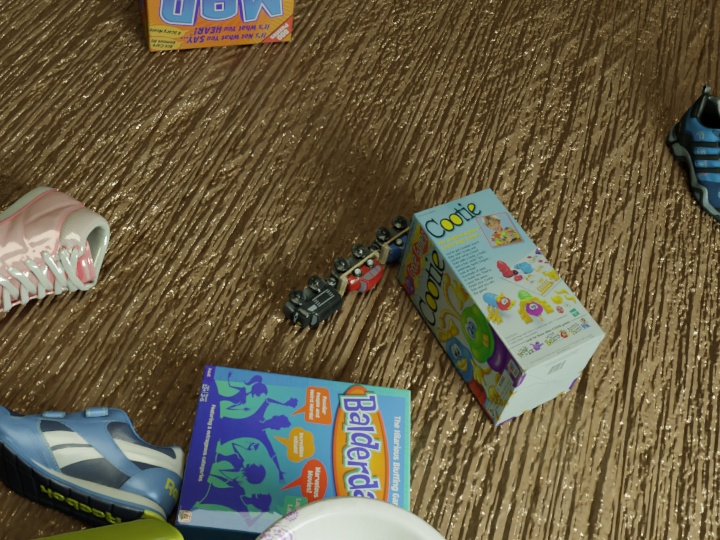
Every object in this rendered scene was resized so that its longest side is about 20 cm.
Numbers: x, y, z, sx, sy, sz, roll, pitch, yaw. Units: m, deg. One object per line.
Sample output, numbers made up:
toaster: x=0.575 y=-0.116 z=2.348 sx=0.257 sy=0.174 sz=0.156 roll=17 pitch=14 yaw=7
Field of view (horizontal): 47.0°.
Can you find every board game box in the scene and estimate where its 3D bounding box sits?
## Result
board game box: x=-0.201 y=-0.441 z=1.093 sx=0.195 sy=0.202 sz=0.203 roll=-9 pitch=53 yaw=-18
board game box: x=-0.054 y=0.171 z=0.736 sx=0.195 sy=0.045 sz=0.155 roll=8 pitch=51 yaw=-6
board game box: x=0.134 y=0.034 z=0.845 sx=0.103 sy=0.104 sz=0.202 roll=-18 pitch=58 yaw=-24

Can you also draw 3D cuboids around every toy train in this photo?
toy train: x=0.000 y=0.000 z=0.890 sx=0.046 sy=0.034 sz=0.199 roll=42 pitch=56 yaw=17

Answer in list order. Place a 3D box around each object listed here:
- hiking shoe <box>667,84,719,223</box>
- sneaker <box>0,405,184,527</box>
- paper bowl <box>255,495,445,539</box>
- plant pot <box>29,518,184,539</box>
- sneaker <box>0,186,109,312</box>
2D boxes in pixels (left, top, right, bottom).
hiking shoe: x=0.462 y=-0.139 z=1.058 sx=0.073 sy=0.088 sz=0.203 roll=-8 pitch=54 yaw=-17
sneaker: x=-0.239 y=0.154 z=0.698 sx=0.197 sy=0.075 sz=0.083 roll=25 pitch=49 yaw=0
paper bowl: x=-0.012 y=0.280 z=0.609 sx=0.196 sy=0.105 sz=0.205 roll=6 pitch=60 yaw=-10
plant pot: x=-0.186 y=0.285 z=0.527 sx=0.195 sy=0.202 sz=0.184 roll=-7 pitch=46 yaw=-16
sneaker: x=-0.321 y=-0.001 z=0.798 sx=0.103 sy=0.076 sz=0.201 roll=21 pitch=46 yaw=13
